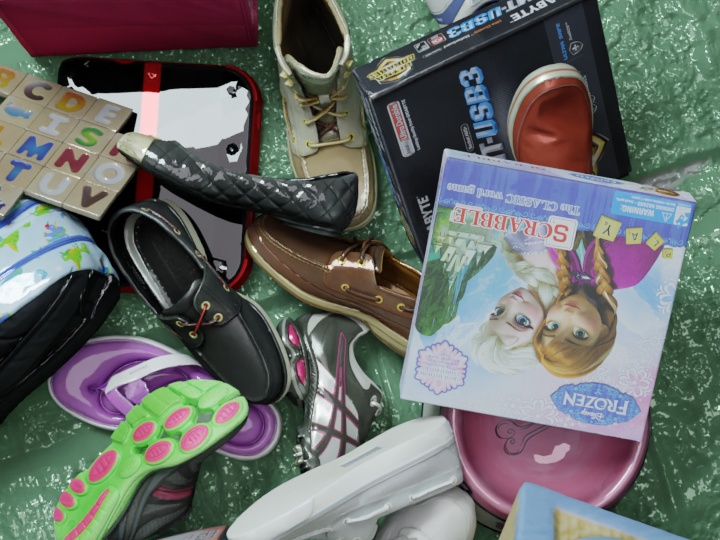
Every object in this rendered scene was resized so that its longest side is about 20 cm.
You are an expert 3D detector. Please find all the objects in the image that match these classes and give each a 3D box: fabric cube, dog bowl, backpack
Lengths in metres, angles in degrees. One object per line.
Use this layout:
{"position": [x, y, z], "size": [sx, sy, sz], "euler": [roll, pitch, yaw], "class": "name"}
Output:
{"position": [-0.187, -0.289, 1.354], "size": [0.198, 0.200, 0.197], "euler": [-3, 86, -1], "class": "fabric cube"}
{"position": [0.152, 0.126, 1.397], "size": [0.199, 0.074, 0.201], "euler": [0, 86, -2], "class": "dog bowl"}
{"position": [-0.290, 0.037, 1.343], "size": [0.199, 0.163, 0.154], "euler": [-30, 65, 9], "class": "backpack"}

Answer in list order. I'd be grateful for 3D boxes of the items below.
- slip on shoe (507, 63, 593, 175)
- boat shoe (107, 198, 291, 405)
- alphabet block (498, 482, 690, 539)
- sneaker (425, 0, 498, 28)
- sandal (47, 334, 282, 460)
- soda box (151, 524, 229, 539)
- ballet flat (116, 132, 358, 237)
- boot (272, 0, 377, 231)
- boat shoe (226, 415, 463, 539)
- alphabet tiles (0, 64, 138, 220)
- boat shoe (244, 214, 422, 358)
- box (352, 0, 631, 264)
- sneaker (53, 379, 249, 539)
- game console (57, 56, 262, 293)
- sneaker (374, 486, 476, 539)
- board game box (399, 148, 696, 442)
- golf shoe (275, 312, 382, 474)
{"position": [0.159, -0.078, 1.348], "size": [0.074, 0.061, 0.201], "euler": [-14, 131, -13], "class": "slip on shoe"}
{"position": [-0.134, 0.030, 1.360], "size": [0.074, 0.063, 0.202], "euler": [-39, 83, 22], "class": "boat shoe"}
{"position": [0.176, 0.318, 1.290], "size": [0.194, 0.197, 0.201], "euler": [21, 112, 1], "class": "alphabet block"}
{"position": [0.147, -0.265, 1.436], "size": [0.199, 0.075, 0.089], "euler": [-22, 98, 3], "class": "sneaker"}
{"position": [-0.162, 0.103, 1.398], "size": [0.202, 0.050, 0.083], "euler": [14, 85, -1], "class": "sandal"}
{"position": [-0.137, 0.243, 1.313], "size": [0.068, 0.200, 0.064], "euler": [-10, 86, -2], "class": "soda box"}
{"position": [-0.098, -0.079, 1.349], "size": [0.199, 0.066, 0.057], "euler": [17, 95, -7], "class": "ballet flat"}
{"position": [-0.030, -0.137, 1.368], "size": [0.072, 0.155, 0.201], "euler": [-12, 85, -2], "class": "boot"}
{"position": [-0.008, 0.185, 1.324], "size": [0.199, 0.072, 0.069], "euler": [-27, 101, -23], "class": "boat shoe"}
{"position": [-0.280, -0.104, 1.362], "size": [0.199, 0.008, 0.167], "euler": [19, 44, 9], "class": "alphabet tiles"}
{"position": [0.000, 0.000, 1.390], "size": [0.199, 0.072, 0.068], "euler": [30, 127, 1], "class": "boat shoe"}
{"position": [0.111, -0.120, 1.365], "size": [0.198, 0.200, 0.050], "euler": [-25, 44, -6], "class": "box"}
{"position": [-0.165, 0.162, 1.370], "size": [0.200, 0.084, 0.077], "euler": [-41, 55, 15], "class": "sneaker"}
{"position": [-0.176, -0.080, 1.426], "size": [0.176, 0.031, 0.201], "euler": [3, 85, 4], "class": "game console"}
{"position": [0.021, 0.259, 1.356], "size": [0.078, 0.099, 0.200], "euler": [42, 95, 1], "class": "sneaker"}
{"position": [0.145, 0.020, 1.319], "size": [0.199, 0.041, 0.201], "euler": [9, 104, -1], "class": "board game box"}
{"position": [-0.018, 0.132, 1.390], "size": [0.088, 0.077, 0.201], "euler": [-10, 86, -8], "class": "golf shoe"}
